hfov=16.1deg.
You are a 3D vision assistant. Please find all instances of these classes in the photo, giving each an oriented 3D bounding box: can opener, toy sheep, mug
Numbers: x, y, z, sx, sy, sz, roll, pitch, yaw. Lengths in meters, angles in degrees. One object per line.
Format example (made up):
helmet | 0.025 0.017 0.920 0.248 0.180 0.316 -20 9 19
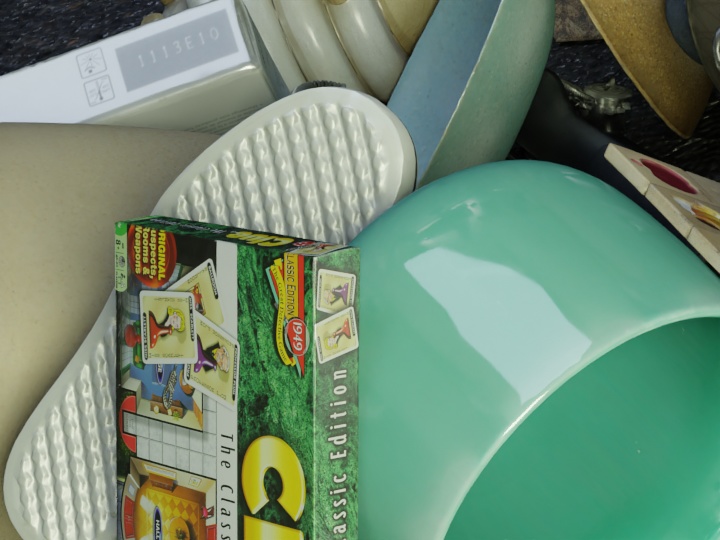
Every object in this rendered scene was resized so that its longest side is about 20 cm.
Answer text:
can opener | 0.117 -0.033 1.091 0.063 0.079 0.200 10 13 -31
toy sheep | -0.042 -0.114 1.274 0.199 0.138 0.138 -20 24 18
mug | 0.052 0.048 0.844 0.152 0.185 0.114 -42 54 -5

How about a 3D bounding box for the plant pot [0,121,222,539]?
plant pot | -0.092 0.017 1.026 0.199 0.189 0.187 -12 22 -16

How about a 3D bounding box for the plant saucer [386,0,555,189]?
plant saucer | 0.044 -0.071 1.131 0.202 0.038 0.201 -62 10 18

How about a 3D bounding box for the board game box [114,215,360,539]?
board game box | -0.041 0.088 0.806 0.023 0.202 0.104 -7 10 -43

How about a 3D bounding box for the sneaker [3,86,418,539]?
sneaker | -0.045 0.018 0.901 0.200 0.078 0.079 -49 -19 16

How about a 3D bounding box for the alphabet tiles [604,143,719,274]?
alphabet tiles | 0.184 0.025 0.823 0.008 0.166 0.200 -63 29 17

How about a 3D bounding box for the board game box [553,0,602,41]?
board game box | 0.197 -0.211 1.315 0.159 0.097 0.200 1 33 39

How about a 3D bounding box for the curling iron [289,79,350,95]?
curling iron | 0.000 0.000 0.962 0.049 0.026 0.201 15 42 -23

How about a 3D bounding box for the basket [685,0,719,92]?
basket | 0.239 -0.064 0.945 0.136 0.180 0.200 -54 34 12

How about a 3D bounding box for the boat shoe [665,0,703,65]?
boat shoe | 0.185 -0.116 1.110 0.062 0.075 0.200 -37 -11 23

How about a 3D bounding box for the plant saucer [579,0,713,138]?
plant saucer | 0.115 -0.156 1.146 0.035 0.201 0.201 -28 23 16

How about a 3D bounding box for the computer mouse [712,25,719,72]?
computer mouse | 0.169 0.005 0.787 0.046 0.140 0.200 -42 30 12

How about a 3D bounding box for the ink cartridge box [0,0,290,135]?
ink cartridge box | -0.121 -0.036 1.145 0.199 0.174 0.044 -19 66 4
